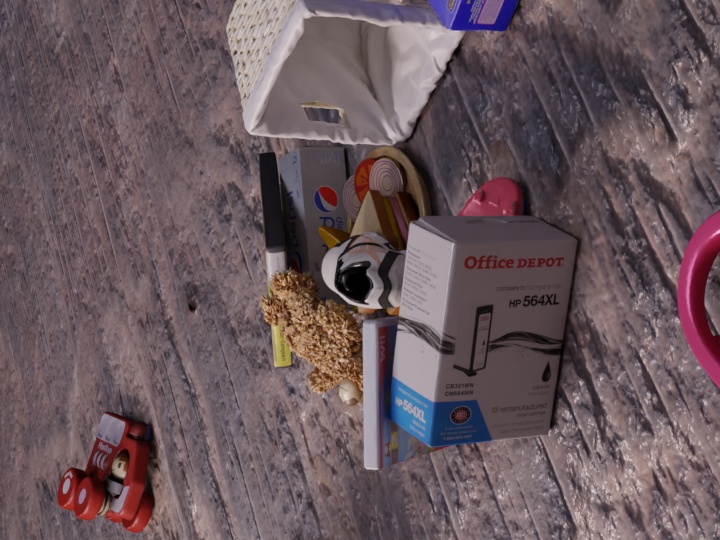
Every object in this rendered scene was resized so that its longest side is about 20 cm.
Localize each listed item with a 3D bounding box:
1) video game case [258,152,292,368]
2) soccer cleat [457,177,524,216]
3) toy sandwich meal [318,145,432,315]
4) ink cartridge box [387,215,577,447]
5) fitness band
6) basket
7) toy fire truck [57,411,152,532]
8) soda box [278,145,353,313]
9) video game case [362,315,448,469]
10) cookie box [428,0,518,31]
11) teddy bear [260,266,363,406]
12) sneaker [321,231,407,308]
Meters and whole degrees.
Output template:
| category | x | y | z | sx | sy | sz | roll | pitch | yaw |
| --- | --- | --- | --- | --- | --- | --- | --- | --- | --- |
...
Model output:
| category | x | y | z | sx | sy | sz | roll | pitch | yaw |
| --- | --- | --- | --- | --- | --- | --- | --- | --- | --- |
| video game case | -0.103 | -0.014 | 1.986 | 0.201 | 0.025 | 0.182 | -98 | 5 | -53 |
| soccer cleat | 0.119 | 0.003 | 1.641 | 0.066 | 0.076 | 0.202 | 20 | 97 | 23 |
| toy sandwich meal | 0.014 | -0.040 | 1.823 | 0.205 | 0.070 | 0.208 | 5 | 95 | 62 |
| ink cartridge box | 0.115 | 0.055 | 1.555 | 0.084 | 0.145 | 0.202 | 31 | 119 | 57 |
| fitness band | 0.321 | 0.036 | 1.281 | 0.200 | 0.037 | 0.145 | 53 | 135 | 47 |
| basket | -0.022 | -0.258 | 1.757 | 0.201 | 0.196 | 0.162 | 120 | 143 | -45 |
| toy fire truck | -0.389 | 0.315 | 2.585 | 0.199 | 0.111 | 0.170 | 7 | 79 | 61 |
| soda box | -0.051 | -0.044 | 1.954 | 0.068 | 0.063 | 0.202 | -21 | 73 | 62 |
| video game case | 0.053 | 0.117 | 1.651 | 0.017 | 0.200 | 0.145 | 0 | 92 | 26 |
| cookie box | 0.105 | -0.366 | 1.631 | 0.201 | 0.074 | 0.172 | 62 | 142 | 40 |
| teddy bear | -0.040 | 0.084 | 1.843 | 0.201 | 0.067 | 0.145 | 54 | 139 | 0 |
| sneaker | 0.000 | 0.000 | 1.695 | 0.200 | 0.079 | 0.075 | 7 | 100 | 63 |
